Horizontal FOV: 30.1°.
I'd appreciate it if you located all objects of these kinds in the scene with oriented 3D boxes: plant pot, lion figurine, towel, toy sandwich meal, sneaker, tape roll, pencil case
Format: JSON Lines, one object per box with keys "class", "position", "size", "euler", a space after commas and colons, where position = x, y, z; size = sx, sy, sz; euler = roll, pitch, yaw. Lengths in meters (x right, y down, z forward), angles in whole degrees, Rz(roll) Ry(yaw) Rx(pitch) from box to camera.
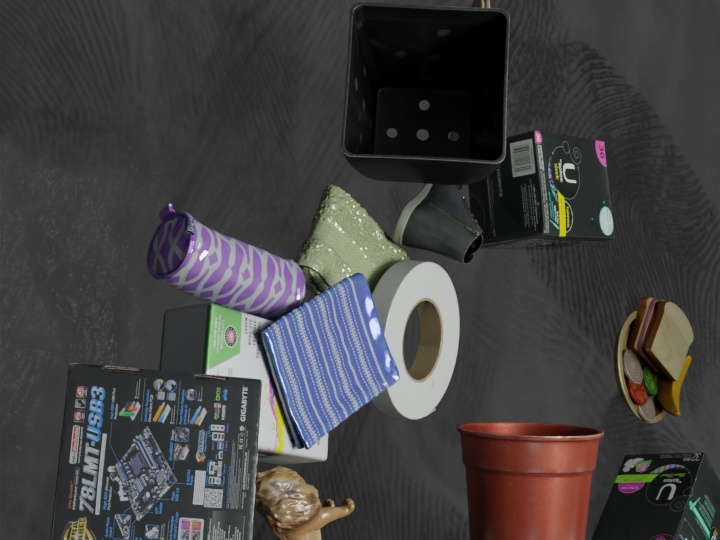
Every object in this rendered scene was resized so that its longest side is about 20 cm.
{"class": "plant pot", "position": [0.223, 0.310, 1.788], "size": [0.199, 0.199, 0.199], "euler": [3, 88, -48]}
{"class": "lion figurine", "position": [-0.070, 0.322, 1.525], "size": [0.121, 0.072, 0.203], "euler": [-4, 89, -42]}
{"class": "towel", "position": [-0.030, 0.099, 1.525], "size": [0.199, 0.024, 0.147], "euler": [-31, 107, -51]}
{"class": "toy sandwich meal", "position": [0.490, 0.151, 2.207], "size": [0.204, 0.070, 0.209], "euler": [13, 73, -47]}
{"class": "plant pot", "position": [0.083, -0.205, 1.696], "size": [0.178, 0.197, 0.203], "euler": [82, 11, -74]}
{"class": "towel", "position": [0.000, 0.000, 1.696], "size": [0.200, 0.036, 0.150], "euler": [45, 50, -34]}
{"class": "sneaker", "position": [0.124, -0.069, 1.776], "size": [0.200, 0.105, 0.076], "euler": [-50, 160, -53]}
{"class": "tape roll", "position": [0.067, 0.089, 1.717], "size": [0.202, 0.037, 0.206], "euler": [-15, 108, -57]}
{"class": "pencil case", "position": [-0.149, -0.003, 1.494], "size": [0.199, 0.083, 0.086], "euler": [28, 39, -44]}

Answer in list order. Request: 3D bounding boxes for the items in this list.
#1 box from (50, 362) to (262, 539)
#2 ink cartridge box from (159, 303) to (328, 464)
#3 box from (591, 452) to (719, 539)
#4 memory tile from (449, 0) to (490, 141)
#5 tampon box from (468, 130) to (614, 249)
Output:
{"class": "box", "position": [-0.202, 0.201, 1.331], "size": [0.195, 0.050, 0.203], "euler": [5, 74, -8]}
{"class": "ink cartridge box", "position": [-0.125, 0.130, 1.486], "size": [0.199, 0.083, 0.147], "euler": [19, 68, -47]}
{"class": "box", "position": [0.464, 0.397, 2.068], "size": [0.125, 0.147, 0.201], "euler": [56, 46, -26]}
{"class": "memory tile", "position": [0.149, -0.264, 1.851], "size": [0.017, 0.153, 0.203], "euler": [3, 76, -13]}
{"class": "tampon box", "position": [0.265, -0.113, 1.956], "size": [0.199, 0.125, 0.152], "euler": [-1, 83, -49]}
